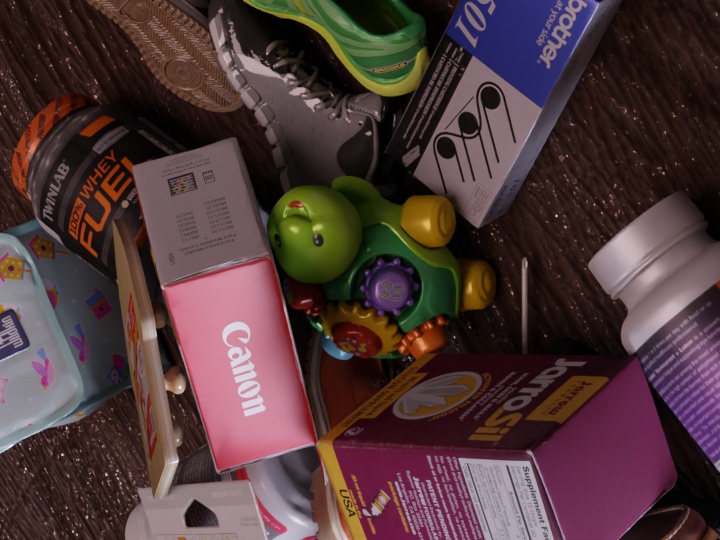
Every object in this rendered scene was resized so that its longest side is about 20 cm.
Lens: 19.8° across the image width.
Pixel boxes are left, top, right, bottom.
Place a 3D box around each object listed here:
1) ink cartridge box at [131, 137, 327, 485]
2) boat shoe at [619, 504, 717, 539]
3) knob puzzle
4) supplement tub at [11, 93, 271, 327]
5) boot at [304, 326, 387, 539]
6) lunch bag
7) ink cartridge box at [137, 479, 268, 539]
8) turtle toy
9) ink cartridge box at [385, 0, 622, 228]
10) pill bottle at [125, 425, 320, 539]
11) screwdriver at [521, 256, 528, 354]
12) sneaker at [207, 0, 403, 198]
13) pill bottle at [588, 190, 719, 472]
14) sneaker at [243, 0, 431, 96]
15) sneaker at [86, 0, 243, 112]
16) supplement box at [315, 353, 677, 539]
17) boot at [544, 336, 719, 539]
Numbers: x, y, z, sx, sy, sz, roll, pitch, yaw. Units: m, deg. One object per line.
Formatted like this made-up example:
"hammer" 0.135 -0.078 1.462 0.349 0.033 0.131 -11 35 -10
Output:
"ink cartridge box" -0.092 0.041 1.481 0.176 0.083 0.201 -110 5 -47
"boat shoe" 0.157 0.205 1.425 0.070 0.070 0.200 51 131 -2
"knob puzzle" -0.152 0.056 1.522 0.220 0.030 0.222 170 90 -80
"supplement tub" -0.177 -0.051 1.646 0.199 0.122 0.123 34 124 23
"boot" 0.018 0.112 1.559 0.107 0.075 0.202 -20 61 27
"lunch bag" -0.278 0.050 1.709 0.121 0.199 0.172 -24 90 40
"ink cartridge box" -0.089 0.239 1.562 0.199 0.043 0.175 -13 93 58
"turtle toy" 0.000 0.000 1.494 0.145 0.102 0.200 -1 143 32
"ink cartridge box" 0.099 -0.138 1.452 0.094 0.044 0.201 39 125 18
"pill bottle" -0.103 0.191 1.680 0.199 0.110 0.111 -33 85 40
"screwdriver" 0.119 0.088 1.521 0.028 0.029 0.202 12 117 34
"sneaker" -0.027 -0.137 1.541 0.115 0.075 0.201 -18 104 35
"pill bottle" 0.243 0.050 1.363 0.201 0.111 0.111 52 129 10
"sneaker" -0.024 -0.210 1.494 0.199 0.074 0.084 36 148 16
"sneaker" -0.148 -0.221 1.609 0.070 0.109 0.200 -30 117 37
"supplement box" 0.090 0.130 1.394 0.199 0.131 0.104 -2 115 44
"boot" 0.195 0.158 1.464 0.162 0.073 0.200 23 125 33
